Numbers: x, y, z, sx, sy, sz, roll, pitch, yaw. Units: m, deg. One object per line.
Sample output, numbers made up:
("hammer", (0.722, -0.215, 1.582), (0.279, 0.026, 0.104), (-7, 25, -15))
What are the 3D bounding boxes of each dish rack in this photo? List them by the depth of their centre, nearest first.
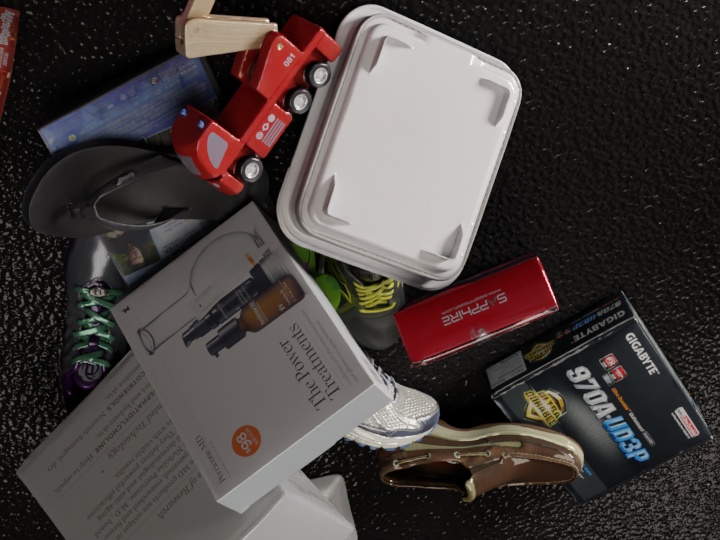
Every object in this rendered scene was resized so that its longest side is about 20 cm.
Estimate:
("dish rack", (0.039, -0.095, 0.987), (0.171, 0.044, 0.201), (20, 88, -21))

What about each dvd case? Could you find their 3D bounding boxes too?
("dvd case", (-0.157, -0.072, 1.019), (0.142, 0.018, 0.200), (-30, 127, -10))

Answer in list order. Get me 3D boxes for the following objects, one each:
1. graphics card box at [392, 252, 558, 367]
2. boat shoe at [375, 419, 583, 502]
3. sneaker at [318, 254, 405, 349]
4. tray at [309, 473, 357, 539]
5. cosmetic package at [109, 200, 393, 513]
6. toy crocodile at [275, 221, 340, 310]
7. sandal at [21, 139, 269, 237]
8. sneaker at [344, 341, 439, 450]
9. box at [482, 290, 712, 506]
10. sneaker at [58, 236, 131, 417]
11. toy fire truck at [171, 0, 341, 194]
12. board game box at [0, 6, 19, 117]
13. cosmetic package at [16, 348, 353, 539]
("graphics card box", (0.099, 0.030, 1.058), (0.125, 0.200, 0.051), (-23, 88, 7))
("boat shoe", (0.114, 0.195, 1.213), (0.202, 0.075, 0.075), (3, 137, 11))
("sneaker", (0.000, 0.000, 1.077), (0.074, 0.085, 0.200), (-19, 126, -4))
("tray", (-0.107, 0.274, 1.300), (0.199, 0.022, 0.108), (-12, 126, -1))
("cosmetic package", (-0.090, 0.065, 0.987), (0.151, 0.200, 0.052), (-38, 151, 4))
("toy crocodile", (-0.059, 0.057, 1.071), (0.062, 0.067, 0.201), (-13, 107, -41))
("sandal", (-0.164, -0.064, 0.980), (0.200, 0.043, 0.076), (-8, 120, -24))
("sneaker", (-0.010, 0.107, 1.165), (0.199, 0.077, 0.085), (14, 118, -20))
("box", (0.238, 0.132, 1.241), (0.159, 0.046, 0.200), (-30, 124, 13))
("sneaker", (-0.222, 0.049, 1.076), (0.074, 0.088, 0.200), (4, 125, -13))
("toy fire truck", (-0.090, -0.170, 0.930), (0.141, 0.049, 0.200), (37, 89, -42))
("board game box", (-0.293, -0.090, 0.954), (0.019, 0.103, 0.200), (11, 123, -20))
("cosmetic package", (-0.148, 0.199, 1.075), (0.166, 0.200, 0.167), (-46, 151, -2))
